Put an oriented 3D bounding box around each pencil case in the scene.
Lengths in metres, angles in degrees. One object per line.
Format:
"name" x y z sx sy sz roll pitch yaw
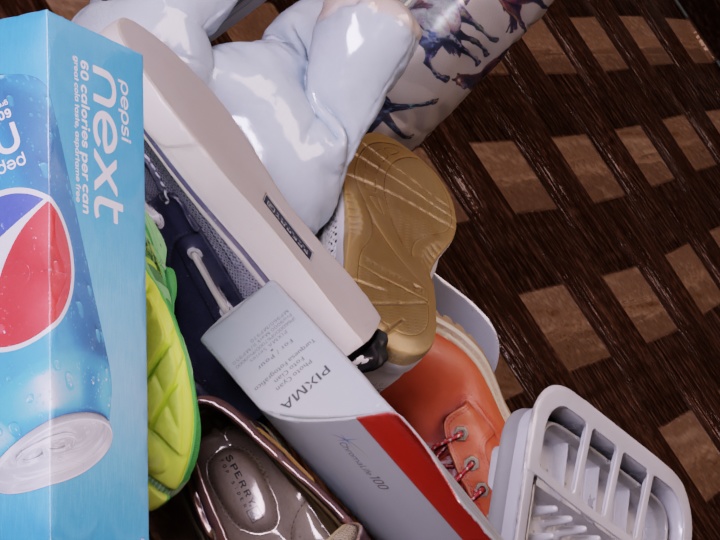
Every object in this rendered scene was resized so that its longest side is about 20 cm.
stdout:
"pencil case" 0.048 -0.150 1.671 0.089 0.200 0.078 29 20 -48

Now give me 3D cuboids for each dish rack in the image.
"dish rack" 0.106 0.175 1.379 0.172 0.043 0.200 38 53 -47

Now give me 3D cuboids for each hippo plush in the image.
"hippo plush" -0.085 -0.087 1.362 0.161 0.159 0.200 28 71 -21

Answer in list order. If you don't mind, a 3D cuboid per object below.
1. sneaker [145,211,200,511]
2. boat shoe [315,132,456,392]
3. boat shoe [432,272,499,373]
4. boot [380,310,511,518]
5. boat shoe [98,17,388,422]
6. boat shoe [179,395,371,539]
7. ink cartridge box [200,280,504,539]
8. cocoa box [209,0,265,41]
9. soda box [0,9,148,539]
"sneaker" -0.103 0.016 1.165 0.084 0.074 0.200 29 31 -48
"boat shoe" 0.000 0.000 1.373 0.071 0.069 0.200 32 30 -12
"boat shoe" -0.009 -0.003 1.493 0.200 0.074 0.065 50 -13 -3
"boot" 0.047 0.101 1.425 0.200 0.075 0.107 50 23 -22
"boat shoe" -0.081 -0.013 1.245 0.200 0.093 0.075 53 16 -5
"boat shoe" -0.021 0.136 1.137 0.200 0.072 0.072 59 -8 24
"ink cartridge box" 0.024 0.106 1.156 0.160 0.047 0.200 51 -2 -35
"cocoa box" -0.110 -0.238 1.514 0.200 0.133 0.131 21 37 -62
"soda box" -0.123 0.011 1.007 0.068 0.064 0.200 23 61 -60
